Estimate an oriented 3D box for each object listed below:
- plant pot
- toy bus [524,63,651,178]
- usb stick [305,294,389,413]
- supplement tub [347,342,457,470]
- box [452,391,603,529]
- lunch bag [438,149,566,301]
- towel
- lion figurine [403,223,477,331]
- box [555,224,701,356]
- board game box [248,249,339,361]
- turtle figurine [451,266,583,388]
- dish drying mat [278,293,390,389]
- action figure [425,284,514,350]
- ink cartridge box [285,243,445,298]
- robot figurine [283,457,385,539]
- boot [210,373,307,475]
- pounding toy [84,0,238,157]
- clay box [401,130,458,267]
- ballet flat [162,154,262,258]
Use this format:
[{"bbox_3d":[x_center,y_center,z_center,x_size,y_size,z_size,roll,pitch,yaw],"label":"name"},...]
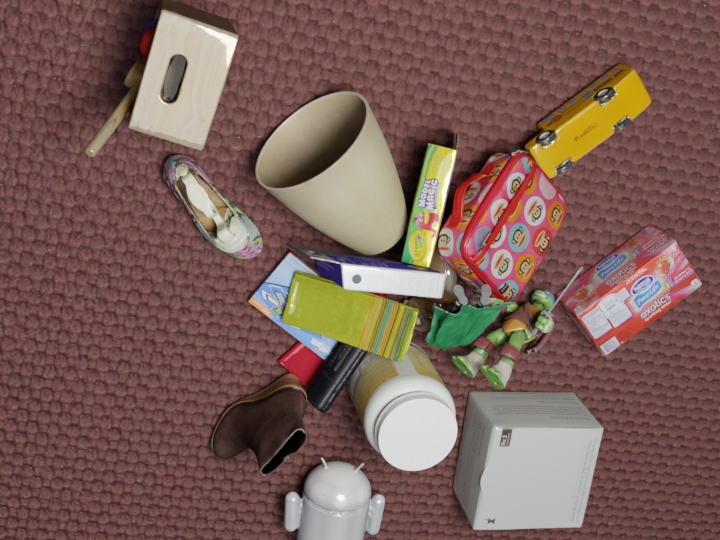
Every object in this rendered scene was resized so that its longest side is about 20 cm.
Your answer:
[{"bbox_3d":[-0.019,-0.121,1.393,0.187,0.187,0.200,-37,127,4],"label":"plant pot"},{"bbox_3d":[0.340,-0.227,1.469,0.200,0.078,0.065,-36,115,3],"label":"toy bus"},{"bbox_3d":[-0.018,0.130,1.500,0.033,0.055,0.200,25,103,-42],"label":"usb stick"},{"bbox_3d":[0.065,0.207,1.509,0.144,0.200,0.145,-4,112,-10],"label":"supplement tub"},{"bbox_3d":[0.279,0.320,1.638,0.199,0.131,0.200,3,111,-13],"label":"box"},{"bbox_3d":[0.204,-0.074,1.432,0.176,0.082,0.200,44,71,-32],"label":"lunch bag"},{"bbox_3d":[-0.017,0.069,1.463,0.199,0.018,0.086,18,96,9],"label":"towel"},{"bbox_3d":[0.127,0.001,1.513,0.072,0.122,0.201,6,95,-48],"label":"lion figurine"},{"bbox_3d":[0.436,0.031,1.579,0.200,0.096,0.100,-38,114,3],"label":"box"},{"bbox_3d":[-0.066,0.068,1.513,0.200,0.019,0.103,39,97,-15],"label":"board game box"},{"bbox_3d":[0.227,0.072,1.514,0.144,0.200,0.194,33,68,18],"label":"turtle figurine"},{"bbox_3d":[-0.034,0.102,1.547,0.200,0.018,0.077,-42,110,7],"label":"dish drying mat"},{"bbox_3d":[0.142,0.077,1.443,0.118,0.200,0.055,2,66,-10],"label":"action figure"},{"bbox_3d":[0.000,0.000,1.418,0.199,0.198,0.044,8,95,-14],"label":"ink cartridge box"},{"bbox_3d":[-0.045,0.402,1.608,0.169,0.113,0.201,4,110,-15],"label":"robot figurine"},{"bbox_3d":[-0.161,0.259,1.494,0.200,0.167,0.072,-43,114,14],"label":"boot"},{"bbox_3d":[-0.261,-0.245,1.273,0.142,0.184,0.201,16,107,-17],"label":"pounding toy"},{"bbox_3d":[0.104,-0.109,1.425,0.047,0.115,0.201,12,94,3],"label":"clay box"},{"bbox_3d":[-0.214,-0.083,1.407,0.069,0.071,0.200,-37,114,3],"label":"ballet flat"}]
